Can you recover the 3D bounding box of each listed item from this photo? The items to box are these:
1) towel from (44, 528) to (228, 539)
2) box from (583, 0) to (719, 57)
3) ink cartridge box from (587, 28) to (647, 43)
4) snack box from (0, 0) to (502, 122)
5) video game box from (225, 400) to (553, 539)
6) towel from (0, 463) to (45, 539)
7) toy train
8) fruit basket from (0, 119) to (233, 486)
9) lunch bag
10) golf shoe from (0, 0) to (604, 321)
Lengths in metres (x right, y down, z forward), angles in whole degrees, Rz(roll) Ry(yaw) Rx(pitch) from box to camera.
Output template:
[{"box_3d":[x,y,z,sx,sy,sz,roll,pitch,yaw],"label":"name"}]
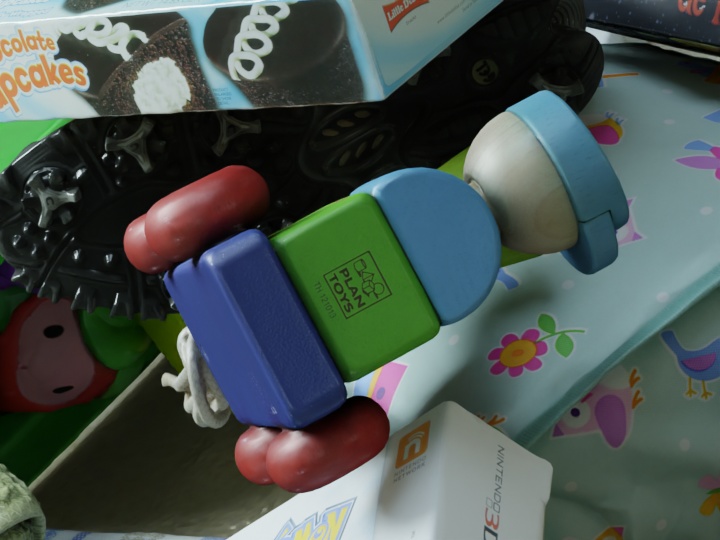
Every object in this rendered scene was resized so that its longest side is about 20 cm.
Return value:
[{"box_3d":[-0.127,0.143,0.912,0.200,0.024,0.147,-3,38,35],"label":"towel"},{"box_3d":[0.146,-0.085,0.898,0.137,0.038,0.200,8,7,-38],"label":"box"},{"box_3d":[0.036,-0.078,1.105,0.162,0.050,0.200,-15,35,19],"label":"ink cartridge box"},{"box_3d":[-0.043,-0.088,0.825,0.200,0.037,0.116,0,30,39],"label":"snack box"},{"box_3d":[-0.037,0.151,0.711,0.200,0.047,0.182,-35,29,34],"label":"video game box"},{"box_3d":[-0.214,0.109,0.922,0.200,0.036,0.148,-41,54,-5],"label":"towel"},{"box_3d":[0.000,0.000,0.774,0.116,0.085,0.200,-28,2,-9],"label":"toy train"},{"box_3d":[-0.076,0.004,0.968,0.216,0.216,0.156,8,44,44],"label":"fruit basket"},{"box_3d":[0.085,0.013,0.855,0.200,0.122,0.170,-42,32,-16],"label":"lunch bag"},{"box_3d":[-0.023,-0.047,0.863,0.200,0.078,0.094,-19,23,0],"label":"golf shoe"}]
